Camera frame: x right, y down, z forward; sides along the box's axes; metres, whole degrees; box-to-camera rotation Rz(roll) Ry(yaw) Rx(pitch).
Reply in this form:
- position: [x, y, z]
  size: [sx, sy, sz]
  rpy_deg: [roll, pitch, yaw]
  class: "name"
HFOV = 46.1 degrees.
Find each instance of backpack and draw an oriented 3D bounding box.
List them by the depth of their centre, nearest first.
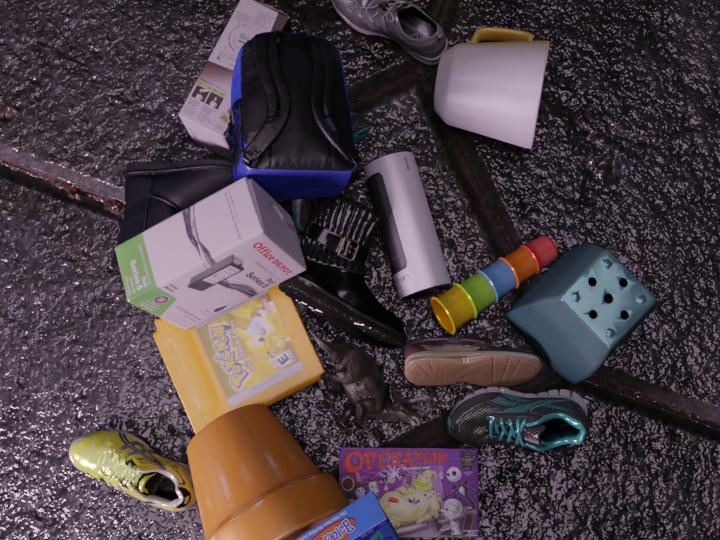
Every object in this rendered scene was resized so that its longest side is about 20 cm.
- position: [-0.104, -0.200, 1.119]
  size: [0.159, 0.168, 0.205]
  rpy_deg: [0, 75, -21]
  class: "backpack"

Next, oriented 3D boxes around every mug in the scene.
- position: [0.190, -0.269, 1.242]
  size: [0.150, 0.187, 0.153]
  rpy_deg: [9, 113, 10]
  class: "mug"

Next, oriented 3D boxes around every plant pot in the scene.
- position: [-0.136, 0.287, 1.109]
  size: [0.198, 0.201, 0.185]
  rpy_deg: [-30, 66, -5]
  class: "plant pot"
- position: [0.302, 0.052, 1.136]
  size: [0.141, 0.200, 0.141]
  rpy_deg: [-43, 83, -6]
  class: "plant pot"

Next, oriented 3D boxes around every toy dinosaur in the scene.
- position: [-0.004, 0.155, 1.172]
  size: [0.201, 0.077, 0.102]
  rpy_deg: [49, 57, -2]
  class: "toy dinosaur"

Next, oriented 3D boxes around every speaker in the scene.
- position: [0.068, -0.062, 1.216]
  size: [0.080, 0.081, 0.204]
  rpy_deg: [-15, 81, -3]
  class: "speaker"

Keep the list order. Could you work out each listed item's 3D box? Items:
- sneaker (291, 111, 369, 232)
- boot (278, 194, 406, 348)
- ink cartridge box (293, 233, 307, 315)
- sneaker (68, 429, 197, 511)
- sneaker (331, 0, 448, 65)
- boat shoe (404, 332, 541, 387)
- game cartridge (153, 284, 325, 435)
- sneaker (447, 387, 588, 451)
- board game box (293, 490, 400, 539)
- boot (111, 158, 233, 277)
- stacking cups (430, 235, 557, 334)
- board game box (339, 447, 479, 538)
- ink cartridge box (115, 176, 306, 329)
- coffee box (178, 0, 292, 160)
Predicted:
- position: [-0.042, -0.149, 1.236]
  size: [0.089, 0.078, 0.204]
  rpy_deg: [17, 83, -2]
  class: "sneaker"
- position: [0.001, -0.001, 1.184]
  size: [0.209, 0.079, 0.160]
  rpy_deg: [32, 70, -19]
  class: "boot"
- position: [-0.135, 0.044, 1.221]
  size: [0.199, 0.037, 0.095]
  rpy_deg: [-41, 83, -9]
  class: "ink cartridge box"
- position: [-0.308, 0.270, 1.159]
  size: [0.196, 0.076, 0.077]
  rpy_deg: [18, 82, 4]
  class: "sneaker"
- position: [0.048, -0.389, 1.270]
  size: [0.197, 0.082, 0.076]
  rpy_deg: [27, 81, 4]
  class: "sneaker"
- position: [0.156, 0.121, 1.191]
  size: [0.195, 0.073, 0.066]
  rpy_deg: [-1, 45, -6]
  class: "boat shoe"
- position: [-0.170, 0.111, 1.177]
  size: [0.197, 0.032, 0.179]
  rpy_deg: [-26, 84, -7]
  class: "game cartridge"
- position: [0.217, 0.206, 1.148]
  size: [0.195, 0.091, 0.079]
  rpy_deg: [-6, 103, 1]
  class: "sneaker"
- position: [-0.017, 0.375, 1.083]
  size: [0.150, 0.201, 0.045]
  rpy_deg: [-30, 52, -5]
  class: "board game box"
- position: [-0.256, -0.069, 1.215]
  size: [0.195, 0.076, 0.172]
  rpy_deg: [0, 77, 7]
  class: "boot"
- position: [0.196, 0.016, 1.203]
  size: [0.198, 0.061, 0.061]
  rpy_deg: [-30, 81, -12]
  class: "stacking cups"
- position: [0.067, 0.308, 1.179]
  size: [0.195, 0.032, 0.123]
  rpy_deg: [0, 76, 0]
  class: "board game box"
- position: [-0.188, -0.017, 1.090]
  size: [0.197, 0.145, 0.085]
  rpy_deg: [-26, 65, 10]
  class: "ink cartridge box"
- position: [-0.176, -0.277, 1.235]
  size: [0.079, 0.113, 0.203]
  rpy_deg: [25, 82, 4]
  class: "coffee box"
